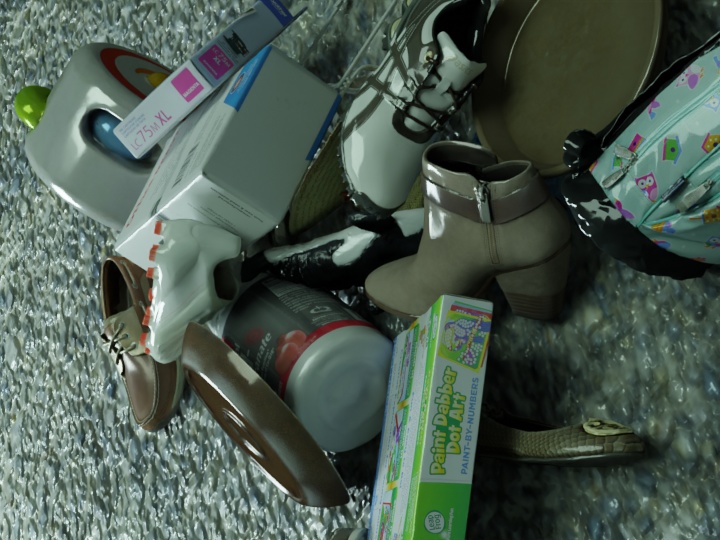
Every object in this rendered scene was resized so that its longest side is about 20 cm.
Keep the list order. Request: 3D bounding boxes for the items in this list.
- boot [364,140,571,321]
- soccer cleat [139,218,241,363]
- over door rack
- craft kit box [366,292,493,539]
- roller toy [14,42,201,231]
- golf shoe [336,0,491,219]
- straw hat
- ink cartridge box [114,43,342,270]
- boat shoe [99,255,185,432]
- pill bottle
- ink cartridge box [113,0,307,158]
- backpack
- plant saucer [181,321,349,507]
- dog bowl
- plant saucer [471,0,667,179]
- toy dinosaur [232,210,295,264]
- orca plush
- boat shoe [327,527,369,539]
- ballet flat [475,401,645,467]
[{"bbox_3d":[0.074,-0.032,1.466,0.199,0.147,0.070,3,41,30],"label":"boot"},{"bbox_3d":[-0.144,0.025,1.629,0.200,0.077,0.070,105,174,-58],"label":"soccer cleat"},{"bbox_3d":[-0.005,-0.200,1.725,0.147,0.066,0.201,-16,49,56],"label":"over door rack"},{"bbox_3d":[0.049,0.134,1.450,0.198,0.048,0.201,121,158,-77],"label":"craft kit box"},{"bbox_3d":[-0.222,-0.133,1.881,0.140,0.199,0.183,-56,50,17],"label":"roller toy"},{"bbox_3d":[0.045,-0.138,1.489,0.094,0.078,0.201,-10,59,58],"label":"golf shoe"},{"bbox_3d":[0.027,-0.084,1.607,0.085,0.201,0.202,36,109,9],"label":"straw hat"},{"bbox_3d":[-0.117,-0.084,1.651,0.200,0.084,0.146,-33,28,57],"label":"ink cartridge box"},{"bbox_3d":[-0.224,0.070,1.883,0.076,0.072,0.201,-43,45,33],"label":"boat shoe"},{"bbox_3d":[-0.055,0.064,1.636,0.200,0.110,0.111,37,104,52],"label":"pill bottle"},{"bbox_3d":[-0.133,-0.184,1.728,0.119,0.042,0.200,-37,6,36],"label":"ink cartridge box"},{"bbox_3d":[0.254,-0.083,1.287,0.200,0.166,0.127,-43,64,28],"label":"backpack"},{"bbox_3d":[-0.087,0.127,1.584,0.032,0.201,0.200,-41,34,-14],"label":"plant saucer"},{"bbox_3d":[0.146,-0.121,1.510,0.111,0.049,0.201,33,102,53],"label":"dog bowl"},{"bbox_3d":[0.161,-0.162,1.445,0.200,0.029,0.201,-25,57,45],"label":"plant saucer"},{"bbox_3d":[-0.093,-0.022,1.773,0.199,0.077,0.103,-24,68,38],"label":"toy dinosaur"},{"bbox_3d":[0.000,0.000,1.579,0.105,0.199,0.071,83,179,-71],"label":"orca plush"},{"bbox_3d":[-0.039,0.300,1.536,0.059,0.072,0.201,13,90,29],"label":"boat shoe"},{"bbox_3d":[0.134,0.120,1.409,0.200,0.067,0.047,-6,77,57],"label":"ballet flat"}]
